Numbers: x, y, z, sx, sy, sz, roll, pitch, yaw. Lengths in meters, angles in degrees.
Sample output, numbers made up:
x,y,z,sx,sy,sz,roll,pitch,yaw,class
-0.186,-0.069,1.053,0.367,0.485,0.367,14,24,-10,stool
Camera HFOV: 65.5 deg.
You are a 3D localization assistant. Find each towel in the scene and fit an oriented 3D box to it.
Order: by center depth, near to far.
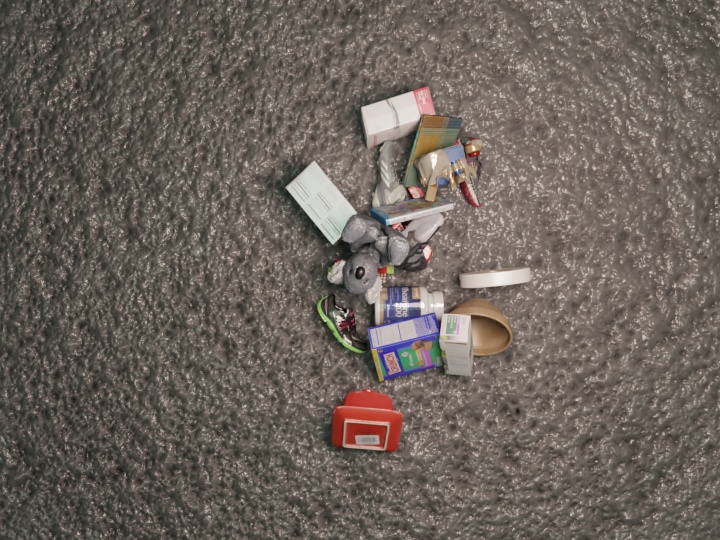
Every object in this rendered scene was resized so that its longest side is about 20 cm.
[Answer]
x,y,z,sx,sy,sz,roll,pitch,yaw,class
0.198,-0.330,1.557,0.143,0.022,0.205,-6,124,-33,towel

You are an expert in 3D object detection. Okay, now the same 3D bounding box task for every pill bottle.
x,y,z,sx,sy,sz,roll,pitch,yaw,class
0.136,0.102,1.596,0.193,0.111,0.115,-1,91,1,pill bottle

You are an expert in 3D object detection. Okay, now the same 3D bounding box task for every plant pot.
x,y,z,sx,sy,sz,roll,pitch,yaw,class
0.331,0.147,1.583,0.195,0.203,0.094,17,51,1,plant pot

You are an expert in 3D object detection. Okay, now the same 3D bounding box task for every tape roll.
x,y,z,sx,sy,sz,roll,pitch,yaw,class
0.371,0.019,1.547,0.196,0.203,0.038,-6,92,1,tape roll

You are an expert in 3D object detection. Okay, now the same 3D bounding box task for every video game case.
x,y,z,sx,sy,sz,roll,pitch,yaw,class
0.136,-0.167,1.513,0.194,0.143,0.018,-15,112,-13,video game case

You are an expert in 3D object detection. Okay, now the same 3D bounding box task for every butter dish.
x,y,z,sx,sy,sz,roll,pitch,yaw,class
0.018,0.406,1.593,0.193,0.150,0.204,4,131,-1,butter dish

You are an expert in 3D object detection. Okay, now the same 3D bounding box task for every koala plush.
x,y,z,sx,sy,sz,roll,pitch,yaw,class
0.016,-0.026,1.459,0.173,0.184,0.205,23,101,-2,koala plush

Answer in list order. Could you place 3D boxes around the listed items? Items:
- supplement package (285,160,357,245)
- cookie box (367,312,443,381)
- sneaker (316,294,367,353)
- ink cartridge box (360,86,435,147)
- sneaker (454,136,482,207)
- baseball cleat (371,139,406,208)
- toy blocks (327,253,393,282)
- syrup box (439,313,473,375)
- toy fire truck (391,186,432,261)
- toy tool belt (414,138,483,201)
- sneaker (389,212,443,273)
x,y,z,sx,sy,sz,roll,pitch,yaw,class
-0.097,-0.184,1.572,0.110,0.156,0.201,-40,90,2,supplement package
0.128,0.217,1.570,0.194,0.173,0.077,-13,49,2,cookie box
-0.043,0.155,1.617,0.083,0.077,0.201,-40,91,5,sneaker
0.101,-0.426,1.570,0.194,0.147,0.085,-16,89,0,ink cartridge box
0.318,-0.283,1.604,0.072,0.081,0.207,-15,90,-1,sneaker
0.092,-0.265,1.602,0.104,0.069,0.207,15,101,30,baseball cleat
0.000,0.000,1.583,0.193,0.137,0.104,6,91,1,toy blocks
0.263,0.205,1.525,0.079,0.202,0.081,2,55,17,syrup box
0.164,-0.128,1.623,0.140,0.049,0.202,-36,91,-1,toy fire truck
0.250,-0.270,1.522,0.194,0.125,0.127,-18,96,-12,toy tool belt
0.163,-0.072,1.536,0.199,0.077,0.113,-40,135,18,sneaker
